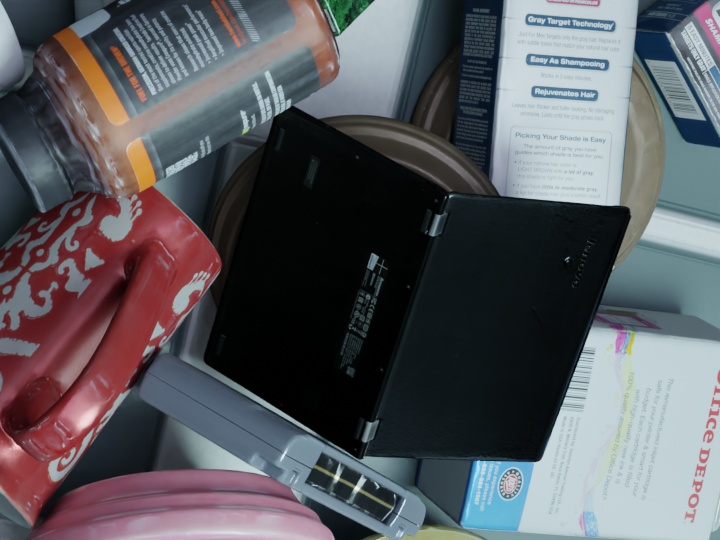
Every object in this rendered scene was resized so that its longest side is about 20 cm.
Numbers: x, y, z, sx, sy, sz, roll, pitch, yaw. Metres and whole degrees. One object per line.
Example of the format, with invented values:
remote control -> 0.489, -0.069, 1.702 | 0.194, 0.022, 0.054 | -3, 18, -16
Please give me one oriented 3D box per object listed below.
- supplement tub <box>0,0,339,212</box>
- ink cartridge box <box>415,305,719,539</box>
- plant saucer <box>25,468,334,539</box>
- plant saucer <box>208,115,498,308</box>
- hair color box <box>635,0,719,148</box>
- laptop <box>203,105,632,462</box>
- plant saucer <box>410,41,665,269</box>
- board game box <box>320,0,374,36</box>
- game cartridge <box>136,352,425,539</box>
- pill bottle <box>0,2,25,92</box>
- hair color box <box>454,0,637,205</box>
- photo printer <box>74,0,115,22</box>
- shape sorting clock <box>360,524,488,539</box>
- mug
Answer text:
supplement tub -> -0.119, -0.113, 1.505 | 0.199, 0.107, 0.107 | -30, 109, -11
ink cartridge box -> 0.153, 0.101, 1.739 | 0.199, 0.085, 0.146 | 7, 101, -24
plant saucer -> -0.115, 0.166, 1.583 | 0.199, 0.200, 0.051 | 3, 69, -25
plant saucer -> 0.000, 0.000, 1.615 | 0.199, 0.030, 0.201 | 2, 116, 4
hair color box -> 0.291, -0.183, 1.780 | 0.200, 0.060, 0.100 | -38, 111, -16
laptop -> 0.032, 0.011, 1.589 | 0.116, 0.199, 0.188 | -24, 137, -55
plant saucer -> 0.125, -0.075, 1.738 | 0.199, 0.029, 0.202 | -4, 99, -23
board game box -> 0.009, -0.239, 1.607 | 0.200, 0.023, 0.105 | -50, 126, -43
game cartridge -> -0.051, 0.109, 1.594 | 0.041, 0.133, 0.200 | -63, 150, -5
pill bottle -> -0.302, -0.104, 1.491 | 0.199, 0.111, 0.112 | -29, 108, -18
hair color box -> 0.118, -0.104, 1.673 | 0.099, 0.060, 0.202 | 2, 97, -25
photo printer -> -0.101, -0.214, 1.590 | 0.165, 0.069, 0.202 | -5, 100, -24
shape sorting clock -> 0.021, 0.253, 1.711 | 0.199, 0.039, 0.201 | -9, 122, -14
mug -> -0.172, 0.047, 1.548 | 0.200, 0.177, 0.134 | -50, 142, -15
